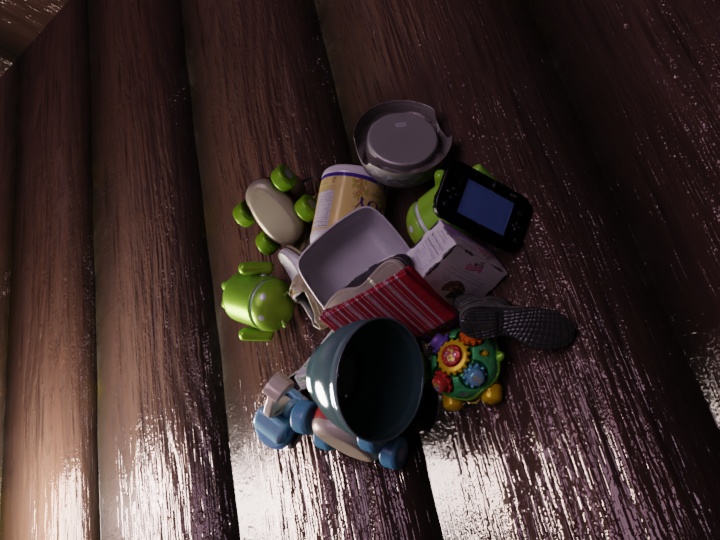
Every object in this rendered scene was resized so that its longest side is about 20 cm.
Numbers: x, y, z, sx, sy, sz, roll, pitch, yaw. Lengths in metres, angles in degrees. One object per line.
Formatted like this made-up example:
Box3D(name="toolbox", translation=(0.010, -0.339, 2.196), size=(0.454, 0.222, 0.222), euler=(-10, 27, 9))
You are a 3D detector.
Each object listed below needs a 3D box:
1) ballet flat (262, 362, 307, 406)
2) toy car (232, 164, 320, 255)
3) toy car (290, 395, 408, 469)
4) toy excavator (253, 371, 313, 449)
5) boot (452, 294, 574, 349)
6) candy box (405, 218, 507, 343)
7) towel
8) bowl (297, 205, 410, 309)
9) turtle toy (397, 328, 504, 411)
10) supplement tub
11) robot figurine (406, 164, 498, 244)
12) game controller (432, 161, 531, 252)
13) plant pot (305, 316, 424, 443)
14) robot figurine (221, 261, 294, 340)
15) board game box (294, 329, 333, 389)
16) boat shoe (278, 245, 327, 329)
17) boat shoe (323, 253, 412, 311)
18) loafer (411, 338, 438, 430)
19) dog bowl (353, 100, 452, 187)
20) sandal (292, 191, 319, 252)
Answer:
Box3D(name="ballet flat", translation=(-0.145, 0.242, 1.717), size=(0.200, 0.057, 0.067), euler=(-43, 48, 22))
Box3D(name="toy car", translation=(-0.159, -0.156, 1.830), size=(0.164, 0.200, 0.158), euler=(-37, 95, 29))
Box3D(name="toy car", translation=(0.003, 0.238, 1.518), size=(0.182, 0.177, 0.202), euler=(6, 64, 33))
Box3D(name="toy excavator", translation=(-0.158, 0.274, 1.592), size=(0.099, 0.200, 0.196), euler=(33, 106, 13))
Box3D(name="boot", translation=(0.258, 0.073, 1.392), size=(0.131, 0.197, 0.069), euler=(-76, -7, -74))
Box3D(name="candy box", translation=(0.138, 0.026, 1.467), size=(0.200, 0.167, 0.072), euler=(-46, 46, 19))
Box3D(name="towel", translation=(0.047, 0.075, 1.393), size=(0.199, 0.144, 0.023), euler=(-28, 36, 30))
Box3D(name="bowl", translation=(0.000, 0.000, 1.567), size=(0.199, 0.075, 0.201), euler=(-37, 89, -2))
Box3D(name="turtle toy", translation=(0.158, 0.165, 1.427), size=(0.198, 0.101, 0.148), euler=(-16, 62, 28))
Box3D(name="supplement tub", translation=(-0.025, -0.102, 1.687), size=(0.144, 0.145, 0.203), euler=(-3, 71, 41))
Box3D(name="robot figurine", translation=(0.170, -0.108, 1.530), size=(0.199, 0.115, 0.177), euler=(-36, 35, 28))
Box3D(name="game controller", translation=(0.216, -0.111, 1.437), size=(0.105, 0.198, 0.042), euler=(-65, 27, 2))
Box3D(name="plant pot", translation=(-0.008, 0.178, 1.371), size=(0.133, 0.199, 0.203), euler=(-1, 72, 47))
Box3D(name="robot figurine", translation=(-0.226, 0.066, 1.811), size=(0.199, 0.115, 0.178), euler=(14, 105, 43))
Box3D(name="board game box", translation=(-0.031, 0.148, 1.582), size=(0.125, 0.035, 0.200), euler=(-21, 17, 35))
Box3D(name="boat shoe", translation=(-0.116, 0.034, 1.710), size=(0.068, 0.075, 0.200), euler=(-34, 71, -22))
Box3D(name="boat shoe", translation=(0.016, 0.035, 1.433), size=(0.199, 0.063, 0.073), euler=(-37, 96, 34))
Box3D(name="loafer", translation=(0.095, 0.202, 1.515), size=(0.071, 0.067, 0.203), euler=(126, 138, -55))
Box3D(name="dog bowl", translation=(0.084, -0.251, 1.642), size=(0.197, 0.059, 0.202), euler=(0, 55, 0))
Box3D(name="sandal", translation=(-0.101, -0.085, 1.819), size=(0.080, 0.054, 0.202), euler=(-26, 42, 46))
